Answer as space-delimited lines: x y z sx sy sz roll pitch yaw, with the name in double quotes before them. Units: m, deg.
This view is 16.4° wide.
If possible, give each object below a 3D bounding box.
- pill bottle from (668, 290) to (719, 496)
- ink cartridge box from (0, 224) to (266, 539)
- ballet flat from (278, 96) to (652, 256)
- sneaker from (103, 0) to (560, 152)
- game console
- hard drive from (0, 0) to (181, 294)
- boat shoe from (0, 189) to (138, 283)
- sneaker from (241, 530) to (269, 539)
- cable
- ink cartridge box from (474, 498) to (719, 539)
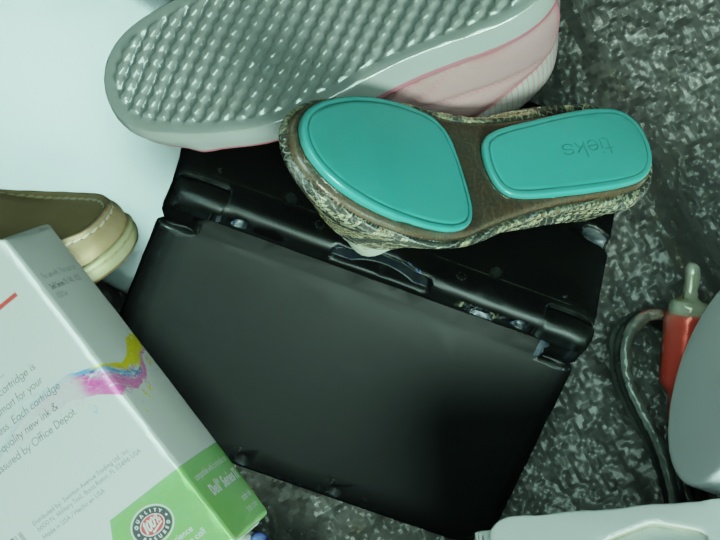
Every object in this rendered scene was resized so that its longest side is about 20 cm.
"pill bottle" 0.243 0.077 1.086 0.200 0.114 0.114 18 85 -14
"ink cartridge box" -0.148 0.062 1.061 0.117 0.067 0.200 -37 88 13
"ballet flat" 0.035 -0.035 1.065 0.200 0.075 0.068 -4 68 -38
"sneaker" -0.005 -0.085 1.092 0.200 0.105 0.075 -16 67 5
"game console" 0.000 0.000 1.150 0.200 0.116 0.176 20 57 -10
"hard drive" -0.110 -0.063 1.173 0.200 0.026 0.132 28 86 3
"boat shoe" -0.200 -0.016 1.124 0.200 0.071 0.065 -7 118 13
"sneaker" -0.052 0.145 1.137 0.088 0.075 0.200 -32 95 -10
"cable" 0.154 0.094 1.140 0.097 0.050 0.200 11 84 -5
"ink cartridge box" 0.127 0.199 1.061 0.147 0.083 0.200 -5 129 1
